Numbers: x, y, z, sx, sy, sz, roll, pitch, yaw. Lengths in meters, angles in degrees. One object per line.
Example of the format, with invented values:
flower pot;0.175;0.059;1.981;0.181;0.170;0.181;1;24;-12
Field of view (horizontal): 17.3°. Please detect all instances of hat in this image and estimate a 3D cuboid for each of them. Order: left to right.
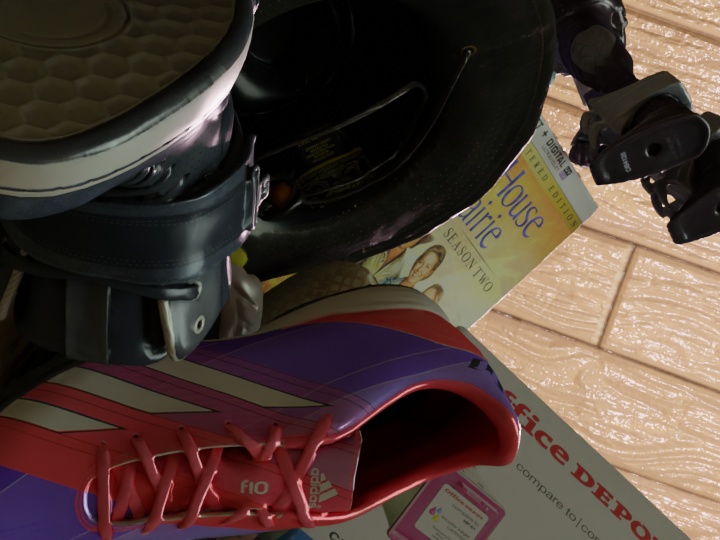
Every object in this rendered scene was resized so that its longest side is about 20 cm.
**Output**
hat;-0.023;-0.080;0.863;0.201;0.200;0.081;103;-32;-54

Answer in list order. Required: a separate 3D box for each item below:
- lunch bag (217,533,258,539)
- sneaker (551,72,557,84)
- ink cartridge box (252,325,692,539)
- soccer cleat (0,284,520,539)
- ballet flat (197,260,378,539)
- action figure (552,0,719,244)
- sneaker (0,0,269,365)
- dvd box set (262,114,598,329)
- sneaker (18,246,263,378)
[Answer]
lunch bag;-0.087;0.191;1.070;0.200;0.117;0.164;-131;-130;-57
sneaker;0.047;-0.040;1.214;0.078;0.086;0.200;-60;169;-62
ink cartridge box;0.030;0.136;0.934;0.085;0.145;0.200;-46;-179;40
soccer cleat;-0.043;0.058;0.763;0.200;0.073;0.068;-15;126;-28
ballet flat;-0.063;0.076;0.916;0.200;0.067;0.062;-46;170;21
action figure;0.110;-0.093;1.092;0.069;0.130;0.200;-35;-144;4
sneaker;-0.073;-0.021;0.646;0.202;0.077;0.146;-65;170;-62
dvd box set;0.000;0.000;0.994;0.200;0.029;0.146;-42;144;-3
sneaker;-0.102;0.072;0.844;0.085;0.074;0.200;-28;140;-56
